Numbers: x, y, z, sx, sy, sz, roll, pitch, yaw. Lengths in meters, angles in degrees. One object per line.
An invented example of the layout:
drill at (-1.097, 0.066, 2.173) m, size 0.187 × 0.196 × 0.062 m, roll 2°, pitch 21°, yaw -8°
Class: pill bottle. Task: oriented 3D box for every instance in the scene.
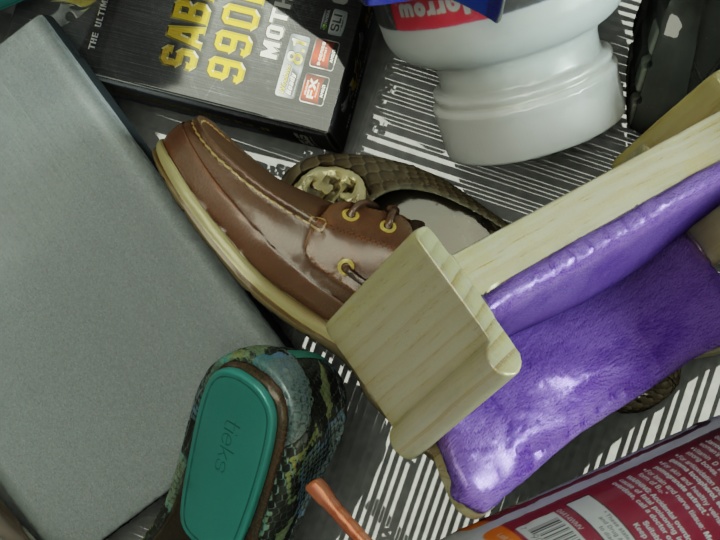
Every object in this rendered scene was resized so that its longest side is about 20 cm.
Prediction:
pill bottle at (0.131, 0.122, 0.839) m, size 0.199 × 0.110 × 0.110 m, roll -20°, pitch 78°, yaw -22°
pill bottle at (0.050, -0.152, 0.892) m, size 0.110 × 0.111 × 0.201 m, roll -15°, pitch 108°, yaw 5°

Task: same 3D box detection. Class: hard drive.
hard drive at (-0.133, 0.010, 0.934) m, size 0.139 × 0.033 × 0.200 m, roll -36°, pitch 91°, yaw 7°

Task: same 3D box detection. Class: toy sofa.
toy sofa at (0.094, 0.007, 0.839) m, size 0.199 × 0.083 × 0.098 m, roll -28°, pitch 79°, yaw -37°

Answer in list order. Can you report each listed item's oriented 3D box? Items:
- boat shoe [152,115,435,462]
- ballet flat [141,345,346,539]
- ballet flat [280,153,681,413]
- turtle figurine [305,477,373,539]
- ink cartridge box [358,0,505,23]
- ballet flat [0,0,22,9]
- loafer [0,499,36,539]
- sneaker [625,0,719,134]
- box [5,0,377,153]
boat shoe at (0.000, 0.000, 0.891) m, size 0.200 × 0.072 × 0.068 m, roll 42°, pitch 100°, yaw 3°
ballet flat at (-0.055, 0.118, 0.908) m, size 0.074 × 0.074 × 0.201 m, roll 31°, pitch 118°, yaw 11°
ballet flat at (0.050, 0.003, 0.928) m, size 0.199 × 0.046 × 0.068 m, roll 30°, pitch 86°, yaw 11°
turtle figurine at (-0.014, 0.193, 0.889) m, size 0.161 × 0.064 × 0.201 m, roll -35°, pitch 109°, yaw -3°
ink cartridge box at (-0.023, -0.176, 0.836) m, size 0.199 × 0.039 × 0.100 m, roll 31°, pitch 131°, yaw 25°
ballet flat at (-0.139, -0.154, 0.921) m, size 0.199 × 0.068 × 0.068 m, roll -13°, pitch 72°, yaw 5°
loafer at (-0.175, 0.129, 0.928) m, size 0.200 × 0.063 × 0.072 m, roll 37°, pitch 86°, yaw 33°
sneaker at (0.168, -0.139, 0.884) m, size 0.079 × 0.201 × 0.076 m, roll 11°, pitch 42°, yaw -1°
box at (-0.059, -0.170, 0.968) m, size 0.157 × 0.048 × 0.201 m, roll 15°, pitch 84°, yaw 9°
